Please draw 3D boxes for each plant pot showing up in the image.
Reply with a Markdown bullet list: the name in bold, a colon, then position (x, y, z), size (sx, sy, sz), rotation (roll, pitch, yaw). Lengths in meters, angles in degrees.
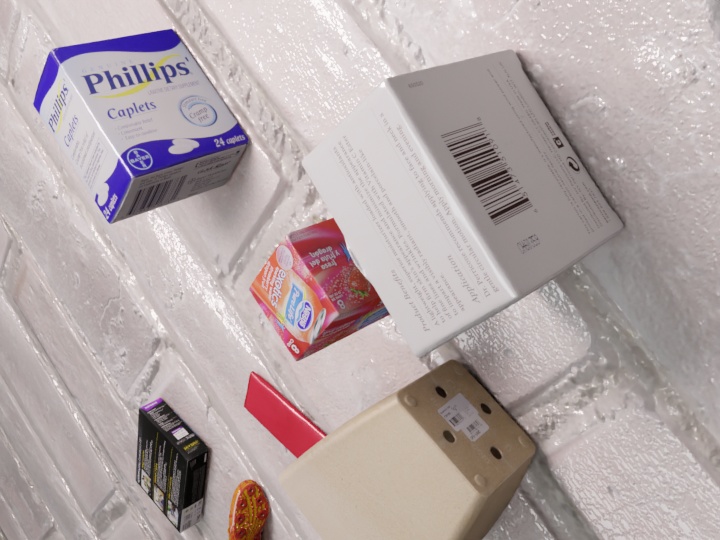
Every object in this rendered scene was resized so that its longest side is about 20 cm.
- **plant pot**: position (0.070, 0.218, 0.865), size (0.200, 0.199, 0.177), rotation (48, 124, 17)

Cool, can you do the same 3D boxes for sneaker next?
- **sneaker**: position (-0.195, 0.425, 1.301), size (0.077, 0.073, 0.201), rotation (30, 125, 44)

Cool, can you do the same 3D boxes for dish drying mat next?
- **dish drying mat**: position (-0.097, 0.231, 1.151), size (0.200, 0.018, 0.077), rotation (37, 130, 28)

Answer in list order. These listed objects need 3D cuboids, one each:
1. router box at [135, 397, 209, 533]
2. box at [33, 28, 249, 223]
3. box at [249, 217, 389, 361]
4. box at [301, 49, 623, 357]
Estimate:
- **router box**: position (-0.342, 0.351, 1.422), size (0.149, 0.051, 0.201), rotation (37, 131, 29)
- **box**: position (-0.279, -0.190, 1.011), size (0.201, 0.183, 0.105), rotation (54, 138, 10)
- **box**: position (0.000, 0.000, 0.813), size (0.096, 0.199, 0.100), rotation (55, 136, 12)
- **box**: position (0.093, -0.065, 0.694), size (0.131, 0.199, 0.200), rotation (-35, 83, 45)
